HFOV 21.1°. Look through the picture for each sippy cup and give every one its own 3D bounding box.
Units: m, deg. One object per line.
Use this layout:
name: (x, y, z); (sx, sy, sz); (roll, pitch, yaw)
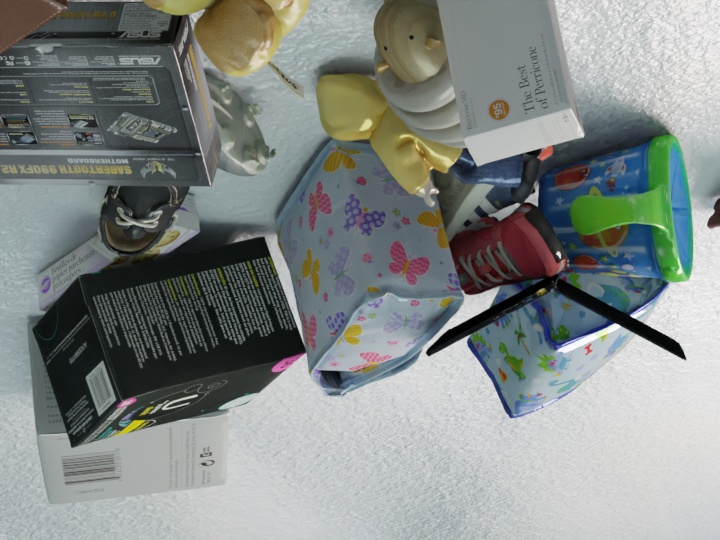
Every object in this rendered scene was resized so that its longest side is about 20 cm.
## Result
sippy cup: (0.236, -0.052, 1.802); (0.129, 0.141, 0.178); (-5, 144, 18)

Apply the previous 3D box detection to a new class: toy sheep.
toy sheep: (0.079, -0.161, 1.512); (0.137, 0.139, 0.199); (-27, 149, 33)

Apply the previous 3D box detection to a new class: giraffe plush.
giraffe plush: (-0.053, -0.231, 1.330); (0.162, 0.173, 0.200); (-43, 132, 16)

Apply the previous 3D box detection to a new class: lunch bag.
lunch bag: (0.228, 0.039, 1.974); (0.199, 0.128, 0.170); (-20, 159, -22)
lunch bag: (0.000, 0.000, 1.770); (0.126, 0.171, 0.200); (1, 149, -27)

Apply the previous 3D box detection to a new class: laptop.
laptop: (0.178, 0.069, 1.760); (0.199, 0.117, 0.187); (-28, 178, 7)

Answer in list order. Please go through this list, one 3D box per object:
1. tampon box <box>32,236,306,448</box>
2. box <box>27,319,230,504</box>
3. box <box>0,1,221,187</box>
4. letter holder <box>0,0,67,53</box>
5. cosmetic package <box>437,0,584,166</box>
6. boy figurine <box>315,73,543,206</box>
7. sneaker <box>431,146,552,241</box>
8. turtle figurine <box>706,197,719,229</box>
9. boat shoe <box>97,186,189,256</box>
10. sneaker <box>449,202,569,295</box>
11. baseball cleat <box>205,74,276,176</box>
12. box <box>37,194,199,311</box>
tampon box: (-0.181, 0.068, 1.832); (0.199, 0.127, 0.150); (-12, 164, -31)
box: (-0.239, 0.140, 2.016); (0.198, 0.132, 0.199); (-6, 154, -8)
box: (-0.217, -0.133, 1.481); (0.198, 0.049, 0.159); (1, 142, 10)
letter holder: (-0.322, -0.202, 1.336); (0.199, 0.101, 0.142); (-27, 147, 32)
cosmetic package: (0.100, -0.182, 1.397); (0.082, 0.202, 0.051); (-16, 154, 14)
boy figurine: (0.055, -0.113, 1.622); (0.198, 0.125, 0.065); (14, 156, -5)
sneaker: (0.109, -0.072, 1.773); (0.084, 0.076, 0.200); (-4, 159, -28)
turtle figurine: (0.441, -0.031, 1.865); (0.143, 0.201, 0.195); (-17, 148, -19)
boat shoe: (-0.189, -0.056, 1.653); (0.073, 0.061, 0.200); (16, 167, -13)
sneaker: (0.123, -0.005, 1.786); (0.087, 0.074, 0.200); (-36, -172, -18)
baseball cleat: (-0.162, -0.130, 1.587); (0.106, 0.070, 0.200); (-17, 144, 29)
box: (-0.228, -0.015, 1.811); (0.199, 0.039, 0.041); (-30, 148, 36)
